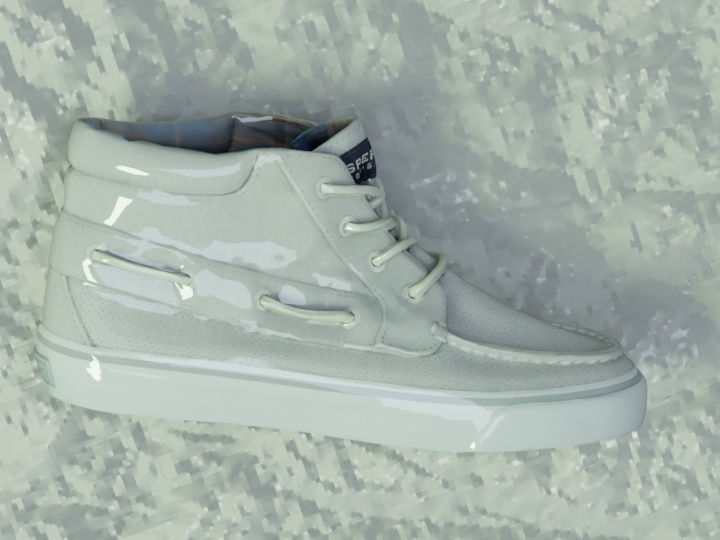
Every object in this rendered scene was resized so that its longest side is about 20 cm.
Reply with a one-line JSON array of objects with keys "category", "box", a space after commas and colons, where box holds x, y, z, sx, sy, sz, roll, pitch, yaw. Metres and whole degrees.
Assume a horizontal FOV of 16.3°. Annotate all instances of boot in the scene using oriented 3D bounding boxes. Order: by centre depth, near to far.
[{"category": "boot", "box": [0.000, 0.000, 0.795, 0.199, 0.074, 0.096, 5, 102, -12]}]
